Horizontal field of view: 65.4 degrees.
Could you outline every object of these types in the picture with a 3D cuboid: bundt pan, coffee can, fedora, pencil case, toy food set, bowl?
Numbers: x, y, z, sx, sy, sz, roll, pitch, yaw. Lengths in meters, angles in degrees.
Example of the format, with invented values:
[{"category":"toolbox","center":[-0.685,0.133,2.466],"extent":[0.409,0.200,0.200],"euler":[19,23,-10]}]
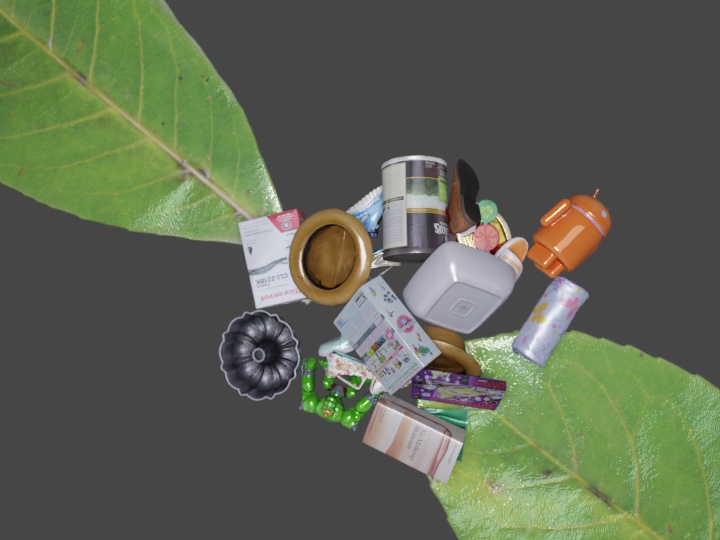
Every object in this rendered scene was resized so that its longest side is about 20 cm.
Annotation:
[{"category":"bundt pan","center":[-0.219,0.190,1.290],"extent":[0.198,0.076,0.206],"euler":[0,90,15]},{"category":"coffee can","center":[0.116,-0.126,1.204],"extent":[0.144,0.146,0.204],"euler":[-1,84,6]},{"category":"fedora","center":[-0.057,-0.029,1.207],"extent":[0.197,0.082,0.204],"euler":[1,94,15]},{"category":"pencil case","center":[0.416,0.112,1.230],"extent":[0.090,0.083,0.202],"euler":[29,93,-30]},{"category":"fedora","center":[0.174,0.182,1.234],"extent":[0.197,0.202,0.083],"euler":[10,54,6]},{"category":"toy food set","center":[0.242,-0.060,1.266],"extent":[0.197,0.049,0.201],"euler":[-22,88,6]},{"category":"bowl","center":[0.208,0.052,1.164],"extent":[0.197,0.075,0.200],"euler":[19,130,-22]}]

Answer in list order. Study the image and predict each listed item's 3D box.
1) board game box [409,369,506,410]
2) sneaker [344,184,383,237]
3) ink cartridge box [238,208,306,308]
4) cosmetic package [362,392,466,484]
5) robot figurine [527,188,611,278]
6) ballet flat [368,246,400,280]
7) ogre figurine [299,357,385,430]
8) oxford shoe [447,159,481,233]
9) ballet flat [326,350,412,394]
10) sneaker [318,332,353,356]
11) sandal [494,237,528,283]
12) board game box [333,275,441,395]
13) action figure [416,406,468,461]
[{"category":"board game box","center":[0.211,0.263,1.236],"extent":[0.196,0.121,0.033],"euler":[7,61,5]},{"category":"sneaker","center":[0.001,-0.104,1.277],"extent":[0.199,0.078,0.090],"euler":[-38,90,5]},{"category":"ink cartridge box","center":[-0.184,-0.024,1.291],"extent":[0.142,0.084,0.204],"euler":[-12,89,5]},{"category":"cosmetic package","center":[0.116,0.358,1.209],"extent":[0.197,0.087,0.105],"euler":[21,98,12]},{"category":"robot figurine","center":[0.454,-0.081,1.210],"extent":[0.144,0.117,0.200],"euler":[44,94,4]},{"category":"ballet flat","center":[0.000,0.000,1.284],"extent":[0.197,0.067,0.063],"euler":[-21,98,6]},{"category":"ogre figurine","center":[-0.053,0.284,1.277],"extent":[0.197,0.098,0.122],"euler":[24,74,-10]},{"category":"oxford shoe","center":[0.216,-0.165,1.229],"extent":[0.071,0.202,0.071],"euler":[29,137,-22]},{"category":"ballet flat","center":[0.014,0.233,1.230],"extent":[0.197,0.076,0.065],"euler":[19,77,-6]},{"category":"sneaker","center":[-0.018,0.115,1.278],"extent":[0.198,0.074,0.120],"euler":[-22,93,-4]},{"category":"sandal","center":[0.303,0.024,1.227],"extent":[0.079,0.059,0.207],"euler":[32,103,-38]},{"category":"board game box","center":[0.051,0.136,1.158],"extent":[0.201,0.064,0.148],"euler":[52,139,12]},{"category":"action figure","center":[0.140,0.351,1.274],"extent":[0.197,0.055,0.120],"euler":[9,92,13]}]
